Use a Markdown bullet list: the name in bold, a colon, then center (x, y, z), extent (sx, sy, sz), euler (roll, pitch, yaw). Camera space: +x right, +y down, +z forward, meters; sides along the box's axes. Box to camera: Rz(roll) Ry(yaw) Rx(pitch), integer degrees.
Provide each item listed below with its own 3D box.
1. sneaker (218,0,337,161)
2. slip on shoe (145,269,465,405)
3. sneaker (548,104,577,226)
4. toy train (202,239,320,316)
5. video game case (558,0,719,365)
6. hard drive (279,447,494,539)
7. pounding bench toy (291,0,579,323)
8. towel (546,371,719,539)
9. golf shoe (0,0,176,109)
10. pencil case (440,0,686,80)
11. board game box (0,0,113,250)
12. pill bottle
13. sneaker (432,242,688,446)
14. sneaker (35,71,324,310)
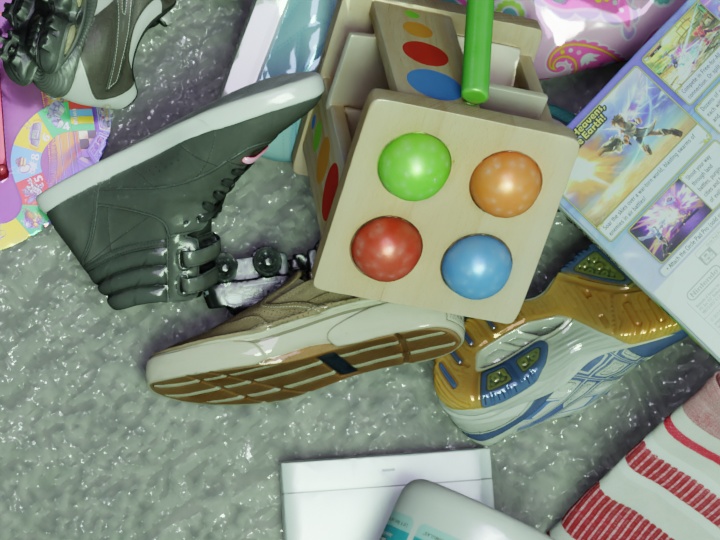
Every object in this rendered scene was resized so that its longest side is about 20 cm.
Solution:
- **sneaker**: center (-0.024, -0.161, 1.492), extent (0.081, 0.074, 0.201), euler (21, 97, -7)
- **slip on shoe**: center (-0.035, 0.033, 1.463), extent (0.198, 0.076, 0.061), euler (-15, 66, 18)
- **sneaker**: center (0.189, -0.055, 1.519), extent (0.199, 0.078, 0.080), euler (24, 64, -8)
- **toy train**: center (0.000, 0.000, 1.501), extent (0.198, 0.034, 0.046), euler (-8, 91, -6)
- **video game case**: center (0.229, -0.065, 1.425), extent (0.200, 0.045, 0.181), euler (-46, 76, 2)
- **hard drive**: center (0.021, 0.214, 1.496), extent (0.131, 0.027, 0.202), euler (-3, 87, -7)
- **pounding bench toy**: center (0.050, -0.095, 1.380), extent (0.123, 0.156, 0.201), euler (10, 121, -14)
- **towel**: center (0.213, 0.155, 1.450), extent (0.144, 0.200, 0.023), euler (37, 46, -3)
- **golf shoe**: center (-0.153, -0.192, 1.484), extent (0.094, 0.077, 0.202), euler (27, 72, -35)
- **pencil case**: center (0.121, -0.163, 1.499), extent (0.198, 0.087, 0.088), euler (-10, 88, -7)
- **board game box**: center (-0.250, -0.108, 1.474), extent (0.200, 0.039, 0.158), euler (41, 83, -3)
- **pill bottle**: center (0.037, 0.233, 1.428), extent (0.110, 0.111, 0.201), euler (26, 84, -5)
- **sneaker**: center (0.139, 0.041, 1.491), extent (0.199, 0.088, 0.076), euler (-22, 58, 0)
- **sneaker**: center (-0.090, -0.043, 1.442), extent (0.199, 0.071, 0.100), euler (-25, 95, 23)
